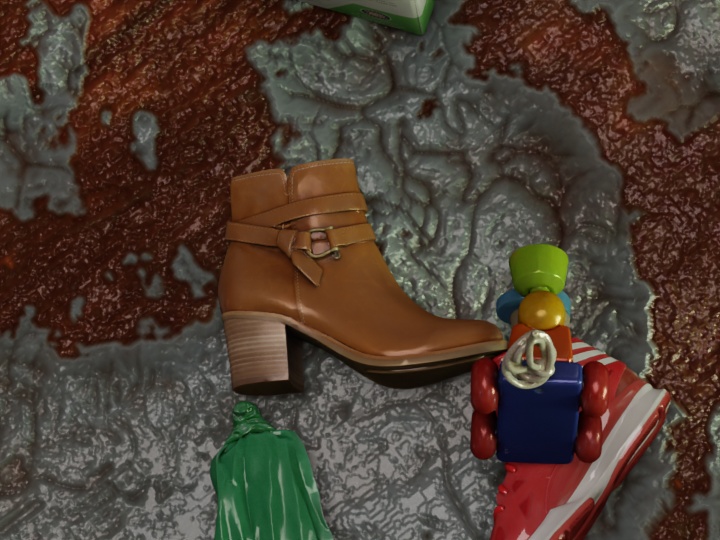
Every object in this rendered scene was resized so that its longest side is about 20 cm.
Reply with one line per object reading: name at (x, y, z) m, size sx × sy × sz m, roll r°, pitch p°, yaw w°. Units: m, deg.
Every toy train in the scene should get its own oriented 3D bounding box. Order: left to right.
toy train at (0.110, 0.033, 1.238) m, size 0.084 × 0.201 × 0.117 m, roll 1°, pitch 61°, yaw 4°

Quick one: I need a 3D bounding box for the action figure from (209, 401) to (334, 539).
action figure at (-0.058, 0.182, 1.347) m, size 0.117 × 0.055 × 0.202 m, roll -14°, pitch 71°, yaw 3°

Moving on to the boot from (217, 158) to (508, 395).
boot at (0.000, 0.000, 1.370) m, size 0.198 × 0.074 × 0.156 m, roll -2°, pitch 75°, yaw 2°

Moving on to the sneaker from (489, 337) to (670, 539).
sneaker at (0.107, 0.132, 1.342) m, size 0.115 × 0.079 × 0.200 m, roll 36°, pitch 72°, yaw 19°

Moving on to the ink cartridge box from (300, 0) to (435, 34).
ink cartridge box at (-0.019, -0.241, 1.350) m, size 0.145 × 0.200 × 0.085 m, roll 17°, pitch 81°, yaw 7°
